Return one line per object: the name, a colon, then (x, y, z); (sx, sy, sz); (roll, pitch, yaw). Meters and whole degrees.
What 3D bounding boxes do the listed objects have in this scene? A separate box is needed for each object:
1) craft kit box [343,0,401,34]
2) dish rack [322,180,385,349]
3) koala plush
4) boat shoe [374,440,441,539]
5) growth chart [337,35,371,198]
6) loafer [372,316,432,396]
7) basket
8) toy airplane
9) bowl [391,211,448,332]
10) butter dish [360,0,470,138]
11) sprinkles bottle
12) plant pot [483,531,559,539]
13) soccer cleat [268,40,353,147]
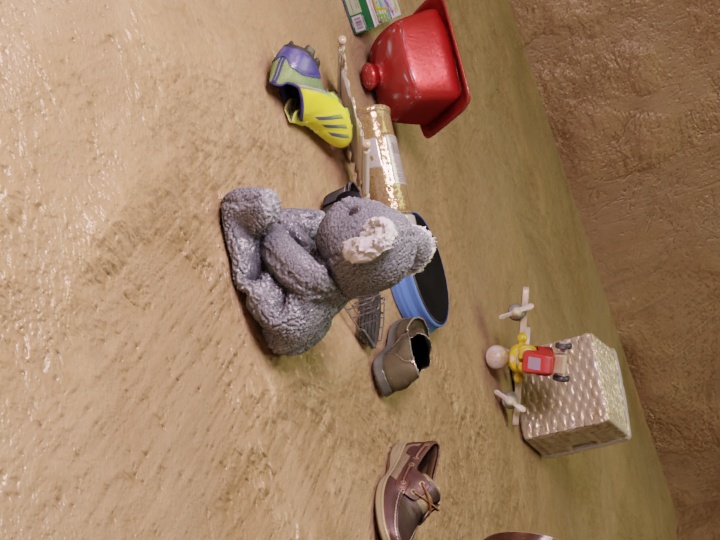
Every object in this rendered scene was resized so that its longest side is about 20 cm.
craft kit box: (0.000, -0.512, 1.917); (0.198, 0.048, 0.202); (-56, 129, -68)
dish rack: (0.000, 0.000, 1.518); (0.154, 0.054, 0.201); (-82, 151, -46)
koala plush: (-0.023, -0.012, 1.245); (0.177, 0.198, 0.186); (20, 57, -67)
boat shoe: (0.069, 0.288, 1.465); (0.200, 0.071, 0.073); (-66, 136, -61)
growth chart: (-0.012, -0.214, 1.622); (0.145, 0.018, 0.202); (94, -16, -64)
loafer: (0.075, 0.120, 1.609); (0.200, 0.069, 0.076); (-57, 128, -65)
basket: (0.420, 0.254, 2.279); (0.161, 0.197, 0.202); (33, 46, -56)
toy airplane: (0.298, 0.161, 2.135); (0.200, 0.140, 0.201); (109, -21, -46)
bowl: (0.091, 0.001, 1.789); (0.200, 0.039, 0.203); (-15, 90, -71)
butter dish: (0.071, -0.324, 1.839); (0.199, 0.146, 0.202); (147, -71, -68)
sprinkles bottle: (0.033, -0.144, 1.694); (0.068, 0.068, 0.202); (13, 63, -68)
plant pot: (0.243, 0.520, 1.658); (0.187, 0.185, 0.201); (57, 40, -40)
soccer cleat: (-0.070, -0.218, 1.507); (0.084, 0.064, 0.200); (-61, 148, -19)
